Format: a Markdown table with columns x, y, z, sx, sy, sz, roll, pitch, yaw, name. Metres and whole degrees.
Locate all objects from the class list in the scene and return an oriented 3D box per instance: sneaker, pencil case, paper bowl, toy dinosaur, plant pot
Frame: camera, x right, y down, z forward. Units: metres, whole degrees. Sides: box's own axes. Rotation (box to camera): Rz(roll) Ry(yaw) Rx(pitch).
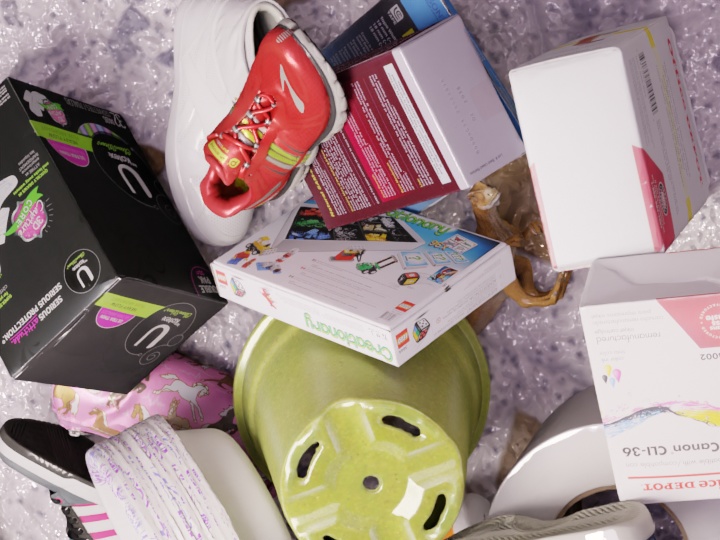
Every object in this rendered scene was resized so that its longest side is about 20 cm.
| x | y | z | sx | sy | sz | roll | pitch | yaw | name |
| --- | --- | --- | --- | --- | --- | --- | --- | --- | --- |
| -0.227 | 0.208 | 1.744 | 0.199 | 0.084 | 0.121 | 29 | 109 | -16 | sneaker |
| -0.147 | 0.115 | 1.719 | 0.199 | 0.083 | 0.087 | 19 | 118 | 11 | pencil case |
| 0.124 | 0.217 | 1.482 | 0.199 | 0.075 | 0.085 | -12 | 101 | 44 | sneaker |
| -0.117 | 0.201 | 1.606 | 0.104 | 0.201 | 0.202 | -27 | 94 | -14 | paper bowl |
| 0.104 | 0.007 | 1.642 | 0.106 | 0.060 | 0.201 | 17 | 129 | 11 | toy dinosaur |
| 0.005 | 0.123 | 1.563 | 0.199 | 0.184 | 0.202 | -1 | 108 | -3 | plant pot |
| -0.069 | -0.096 | 1.508 | 0.077 | 0.085 | 0.200 | 48 | 150 | 16 | sneaker |
| -0.093 | -0.112 | 1.636 | 0.115 | 0.073 | 0.201 | 11 | 108 | 54 | sneaker |

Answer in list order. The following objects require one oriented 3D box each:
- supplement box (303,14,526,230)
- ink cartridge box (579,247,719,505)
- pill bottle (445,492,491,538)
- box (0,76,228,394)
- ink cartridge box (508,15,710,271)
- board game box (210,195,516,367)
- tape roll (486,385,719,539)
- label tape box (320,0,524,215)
| x | y | z | sx | sy | sz | roll | pitch | yaw | name |
| --- | --- | --- | --- | --- | --- | --- | --- | --- | --- |
| 0.021 | -0.101 | 1.514 | 0.200 | 0.061 | 0.109 | -13 | 106 | 59 | supplement box |
| 0.224 | 0.089 | 1.441 | 0.116 | 0.068 | 0.201 | -6 | 119 | 18 | ink cartridge box |
| 0.016 | 0.251 | 1.685 | 0.199 | 0.110 | 0.110 | -18 | 96 | 18 | pill bottle |
| -0.224 | -0.023 | 1.644 | 0.124 | 0.148 | 0.201 | -41 | 64 | 20 | box |
| 0.181 | -0.093 | 1.521 | 0.083 | 0.200 | 0.146 | -11 | 98 | 21 | ink cartridge box |
| 0.000 | 0.000 | 1.575 | 0.199 | 0.126 | 0.035 | 20 | 134 | 44 | board game box |
| 0.203 | 0.194 | 1.605 | 0.201 | 0.139 | 0.204 | 3 | 103 | 16 | tape roll |
| 0.054 | -0.134 | 1.565 | 0.145 | 0.063 | 0.200 | 57 | 147 | -1 | label tape box |
